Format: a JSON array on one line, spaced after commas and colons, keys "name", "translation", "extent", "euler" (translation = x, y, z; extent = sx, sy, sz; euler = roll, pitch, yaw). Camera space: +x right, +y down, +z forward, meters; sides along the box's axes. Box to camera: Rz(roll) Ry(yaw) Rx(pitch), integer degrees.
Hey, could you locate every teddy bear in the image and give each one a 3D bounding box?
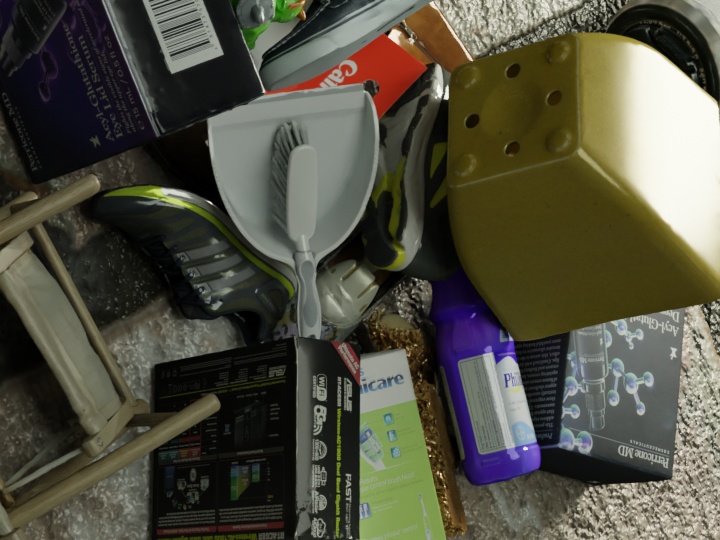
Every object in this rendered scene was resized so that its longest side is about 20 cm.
[{"name": "teddy bear", "translation": [0.038, 0.130, 1.566], "extent": [0.145, 0.066, 0.201], "euler": [3, 74, -73]}]

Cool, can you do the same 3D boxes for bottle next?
[{"name": "bottle", "translation": [0.102, 0.081, 1.586], "extent": [0.084, 0.065, 0.201], "euler": [8, 68, -73]}]

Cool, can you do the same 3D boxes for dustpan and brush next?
[{"name": "dustpan and brush", "translation": [-0.048, -0.036, 1.451], "extent": [0.139, 0.057, 0.201], "euler": [-9, 117, -20]}]

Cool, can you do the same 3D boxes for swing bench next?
[{"name": "swing bench", "translation": [-0.246, 0.068, 1.329], "extent": [0.200, 0.130, 0.200], "euler": [-34, 103, -31]}]

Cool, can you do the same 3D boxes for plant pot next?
[{"name": "plant pot", "translation": [0.165, -0.084, 1.501], "extent": [0.200, 0.195, 0.195], "euler": [39, 46, -48]}]

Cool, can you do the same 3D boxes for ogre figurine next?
[{"name": "ogre figurine", "translation": [-0.102, -0.229, 1.400], "extent": [0.098, 0.200, 0.120], "euler": [-18, 90, -30]}]

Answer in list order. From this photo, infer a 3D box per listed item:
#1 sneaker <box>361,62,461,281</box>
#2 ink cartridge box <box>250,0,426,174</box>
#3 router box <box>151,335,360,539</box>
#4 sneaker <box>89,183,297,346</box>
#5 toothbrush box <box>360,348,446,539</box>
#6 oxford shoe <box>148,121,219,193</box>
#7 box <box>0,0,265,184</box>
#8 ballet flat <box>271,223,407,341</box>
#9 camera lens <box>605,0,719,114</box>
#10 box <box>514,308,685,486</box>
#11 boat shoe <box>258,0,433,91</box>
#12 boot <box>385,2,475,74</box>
[{"name": "sneaker", "translation": [0.053, -0.079, 1.560], "extent": [0.084, 0.074, 0.201], "euler": [29, 60, -35]}, {"name": "ink cartridge box", "translation": [-0.060, -0.196, 1.516], "extent": [0.200, 0.057, 0.163], "euler": [35, 56, 10]}, {"name": "router box", "translation": [-0.081, 0.136, 1.392], "extent": [0.062, 0.200, 0.151], "euler": [9, 77, -37]}, {"name": "sneaker", "translation": [-0.130, -0.006, 1.467], "extent": [0.200, 0.074, 0.081], "euler": [28, 68, -29]}, {"name": "toothbrush box", "translation": [-0.014, 0.172, 1.471], "extent": [0.086, 0.145, 0.201], "euler": [-10, 89, -31]}, {"name": "oxford shoe", "translation": [-0.087, -0.092, 1.508], "extent": [0.200, 0.084, 0.073], "euler": [29, 67, -29]}, {"name": "box", "translation": [-0.185, -0.161, 1.368], "extent": [0.104, 0.200, 0.149], "euler": [-26, 97, -37]}, {"name": "ballet flat", "translation": [0.000, 0.000, 1.567], "extent": [0.200, 0.072, 0.072], "euler": [-44, 109, -34]}, {"name": "camera lens", "translation": [0.345, -0.209, 1.817], "extent": [0.200, 0.160, 0.161], "euler": [-23, 96, -38]}, {"name": "box", "translation": [0.205, 0.082, 1.689], "extent": [0.148, 0.107, 0.201], "euler": [17, 72, -35]}, {"name": "boat shoe", "translation": [-0.013, -0.225, 1.475], "extent": [0.200, 0.071, 0.091], "euler": [-33, 88, -12]}, {"name": "boot", "translation": [0.077, -0.125, 1.640], "extent": [0.200, 0.068, 0.189], "euler": [47, 56, -28]}]
